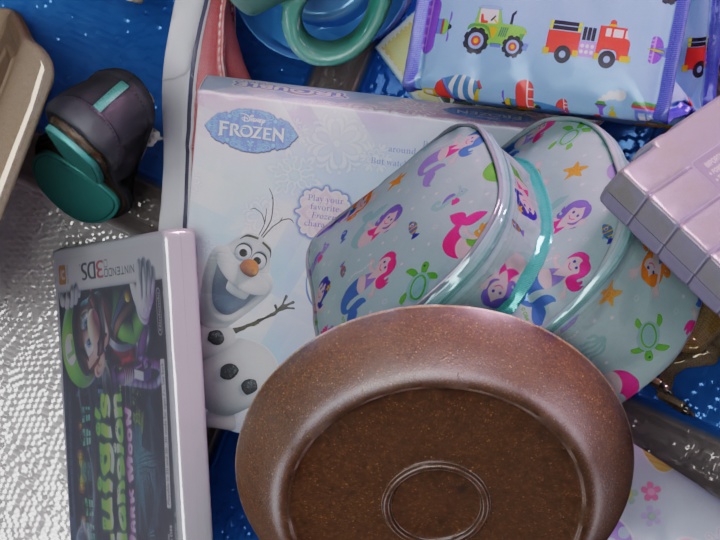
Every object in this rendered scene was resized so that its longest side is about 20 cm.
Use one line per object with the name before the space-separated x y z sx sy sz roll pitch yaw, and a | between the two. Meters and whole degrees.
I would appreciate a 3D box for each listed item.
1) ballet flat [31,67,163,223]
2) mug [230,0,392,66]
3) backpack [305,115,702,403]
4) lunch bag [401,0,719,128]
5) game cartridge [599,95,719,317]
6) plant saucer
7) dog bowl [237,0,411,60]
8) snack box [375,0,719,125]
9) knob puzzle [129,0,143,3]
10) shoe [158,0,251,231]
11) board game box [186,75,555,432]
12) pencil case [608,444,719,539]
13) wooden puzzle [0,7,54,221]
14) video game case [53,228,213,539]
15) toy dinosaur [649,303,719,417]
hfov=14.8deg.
ballet flat | -0.147 -0.076 1.597 0.073 0.200 0.073 1 80 -8
mug | -0.037 -0.224 1.529 0.114 0.185 0.152 -26 49 11
backpack | 0.073 0.013 1.437 0.200 0.178 0.151 -32 121 16
lunch bag | 0.120 -0.183 1.479 0.150 0.094 0.200 8 92 23
game cartridge | 0.221 -0.039 1.401 0.130 0.200 0.038 42 135 16
plant saucer | 0.037 0.107 1.373 0.200 0.035 0.201 0 123 0
dog bowl | -0.027 -0.219 1.618 0.111 0.050 0.200 -15 86 17
snack box | 0.115 -0.142 1.549 0.200 0.037 0.116 -40 84 28
knob puzzle | -0.170 -0.279 1.647 0.219 0.030 0.220 -4 83 34
shoe | -0.066 -0.078 1.606 0.091 0.071 0.200 6 107 7
board game box | 0.000 0.000 1.562 0.200 0.043 0.199 7 109 3
pencil case | 0.147 0.146 1.518 0.200 0.083 0.091 31 77 0
wooden puzzle | -0.224 -0.056 1.626 0.037 0.200 0.185 19 97 -18
video game case | -0.134 0.081 1.601 0.023 0.182 0.200 -3 88 -26
toy dinosaur | 0.197 0.029 1.550 0.200 0.058 0.101 32 84 8
